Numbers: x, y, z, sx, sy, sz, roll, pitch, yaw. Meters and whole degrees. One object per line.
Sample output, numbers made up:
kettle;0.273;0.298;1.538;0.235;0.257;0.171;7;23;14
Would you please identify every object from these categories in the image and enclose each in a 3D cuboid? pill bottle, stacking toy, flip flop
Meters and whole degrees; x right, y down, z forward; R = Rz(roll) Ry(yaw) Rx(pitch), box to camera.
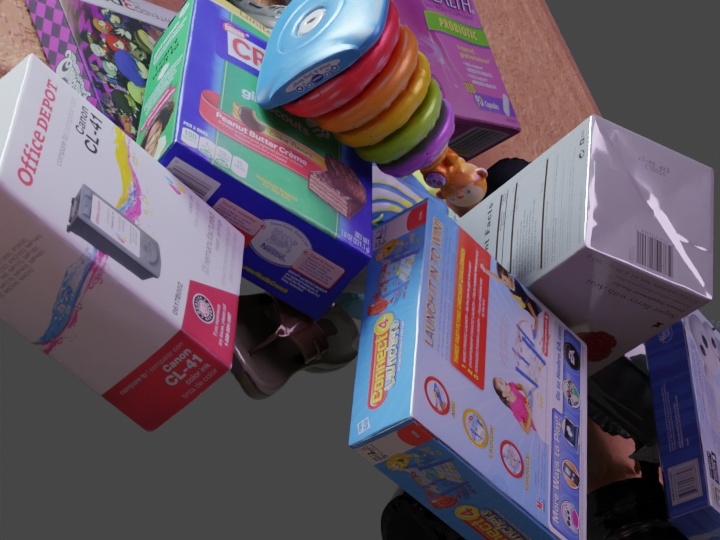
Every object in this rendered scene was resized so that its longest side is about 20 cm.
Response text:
pill bottle;0.234;0.270;1.585;0.111;0.112;0.201;26;37;-45
stacking toy;0.025;-0.111;1.444;0.200;0.115;0.110;46;32;-29
flip flop;-0.048;0.042;1.450;0.082;0.057;0.199;60;26;13

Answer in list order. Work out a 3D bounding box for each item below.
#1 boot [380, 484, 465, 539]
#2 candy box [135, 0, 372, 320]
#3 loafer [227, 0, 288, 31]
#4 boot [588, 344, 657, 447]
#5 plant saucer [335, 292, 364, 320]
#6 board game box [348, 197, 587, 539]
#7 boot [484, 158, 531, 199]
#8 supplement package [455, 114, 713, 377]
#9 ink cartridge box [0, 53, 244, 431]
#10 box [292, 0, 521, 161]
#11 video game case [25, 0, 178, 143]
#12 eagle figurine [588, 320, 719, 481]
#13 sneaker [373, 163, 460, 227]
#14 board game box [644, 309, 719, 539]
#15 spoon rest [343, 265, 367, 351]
boot;0.051;0.140;1.474;0.201;0.076;0.168;58;21;-5
candy box;-0.074;-0.087;1.444;0.168;0.077;0.201;31;32;-22
loafer;-0.059;-0.191;1.585;0.199;0.063;0.072;16;-19;48
boot;0.171;0.080;1.683;0.200;0.072;0.182;45;63;-13
plant saucer;0.035;0.021;1.669;0.199;0.019;0.070;19;42;-52
board game box;0.082;0.085;1.411;0.196;0.056;0.201;41;38;-31
boot;0.149;-0.023;1.840;0.199;0.077;0.169;-1;50;-50
supplement package;0.165;-0.006;1.548;0.120;0.200;0.121;21;56;-23
ink cartridge box;-0.172;-0.017;1.279;0.200;0.085;0.148;42;28;-27
box;0.038;-0.204;1.831;0.175;0.096;0.202;5;61;-58
video game case;-0.152;-0.121;1.502;0.181;0.036;0.201;14;46;-52
eagle figurine;0.263;0.133;1.805;0.151;0.151;0.202;14;55;-39
sneaker;0.037;-0.045;1.663;0.105;0.076;0.199;45;20;21
board game box;0.299;0.150;1.643;0.199;0.043;0.202;41;37;-42
spoon rest;0.000;0.000;1.514;0.099;0.061;0.200;39;11;-31
